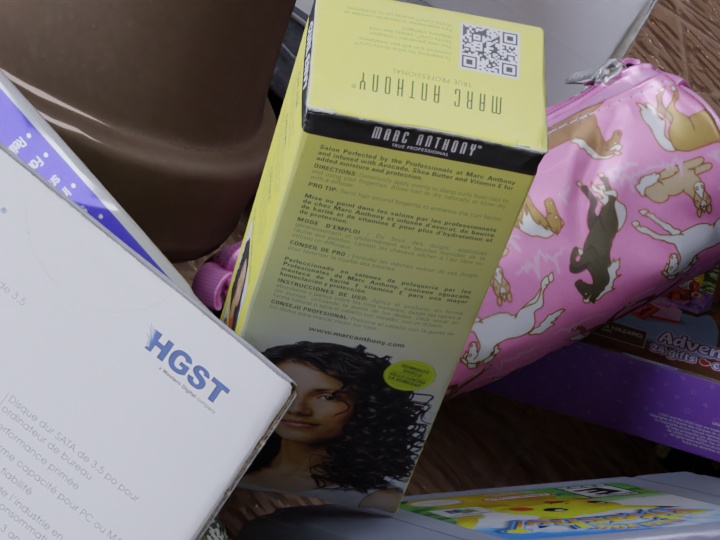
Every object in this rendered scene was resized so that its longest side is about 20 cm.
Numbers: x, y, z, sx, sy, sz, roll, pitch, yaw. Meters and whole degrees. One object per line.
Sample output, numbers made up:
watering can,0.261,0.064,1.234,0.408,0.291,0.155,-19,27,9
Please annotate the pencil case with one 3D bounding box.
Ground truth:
pencil case,0.039,-0.005,1.088,0.199,0.083,0.087,-26,73,-14

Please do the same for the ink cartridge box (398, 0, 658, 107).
ink cartridge box,0.057,-0.139,1.277,0.145,0.084,0.200,33,18,0

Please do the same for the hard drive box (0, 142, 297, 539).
hard drive box,-0.137,0.067,0.815,0.156,0.077,0.200,40,63,-9

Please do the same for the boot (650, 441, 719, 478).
boot,0.149,0.096,1.182,0.154,0.073,0.203,52,26,17

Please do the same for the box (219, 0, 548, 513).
box,0.000,0.000,0.940,0.075,0.200,0.050,9,52,-7

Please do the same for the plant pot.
plant pot,-0.090,-0.131,1.057,0.199,0.175,0.200,28,21,-12

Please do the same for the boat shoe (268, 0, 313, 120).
boat shoe,-0.043,-0.083,1.180,0.200,0.068,0.072,35,-13,24

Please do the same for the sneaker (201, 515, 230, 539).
sneaker,-0.067,0.135,0.921,0.089,0.077,0.200,45,35,-16

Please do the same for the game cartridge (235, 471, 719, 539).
game cartridge,0.071,0.097,1.014,0.199,0.041,0.133,-3,7,-24

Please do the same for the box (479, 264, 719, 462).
box,0.095,0.004,1.187,0.199,0.039,0.137,17,35,5

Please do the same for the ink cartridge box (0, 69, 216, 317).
ink cartridge box,-0.153,0.030,0.888,0.200,0.043,0.198,48,60,-4
